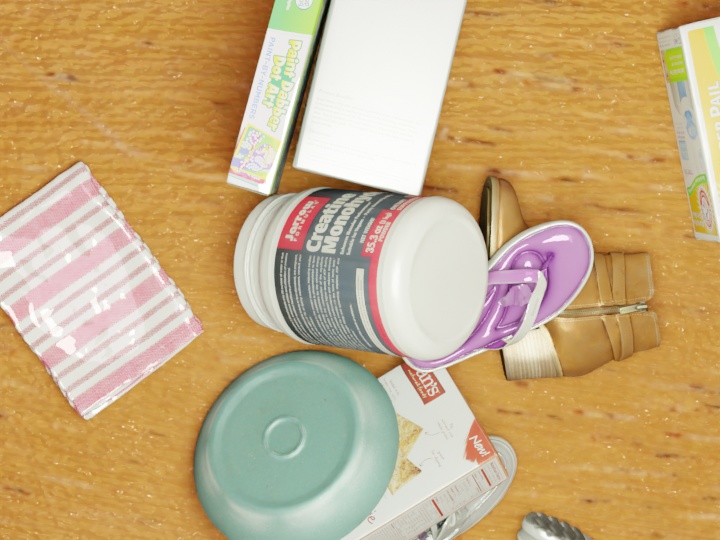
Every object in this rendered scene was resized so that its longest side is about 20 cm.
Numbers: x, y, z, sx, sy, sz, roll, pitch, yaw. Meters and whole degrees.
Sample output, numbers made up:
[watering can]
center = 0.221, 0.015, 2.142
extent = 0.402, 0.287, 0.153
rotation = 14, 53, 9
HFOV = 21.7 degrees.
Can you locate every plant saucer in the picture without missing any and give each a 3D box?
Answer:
[plant saucer]
center = -0.064, 0.157, 1.703
extent = 0.198, 0.036, 0.202
rotation = -8, 60, 14

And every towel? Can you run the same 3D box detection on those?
[towel]
center = -0.258, 0.018, 1.746
extent = 0.146, 0.030, 0.201
rotation = -36, 94, -1

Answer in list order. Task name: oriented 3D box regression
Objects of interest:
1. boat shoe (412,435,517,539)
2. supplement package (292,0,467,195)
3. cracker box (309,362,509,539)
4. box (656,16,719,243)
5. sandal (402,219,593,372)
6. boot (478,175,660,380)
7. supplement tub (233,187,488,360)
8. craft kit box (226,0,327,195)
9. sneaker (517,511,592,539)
[boat shoe]
center = 0.064, 0.227, 1.751
extent = 0.199, 0.069, 0.072
rotation = -32, 94, 0
[supplement package]
center = 0.018, -0.176, 1.703
extent = 0.120, 0.120, 0.202
rotation = 14, 92, -2
[cracker box]
center = 0.018, 0.179, 1.720
extent = 0.199, 0.058, 0.134
rotation = -31, 55, -1
[box]
center = 0.348, -0.132, 1.724
extent = 0.100, 0.113, 0.202
rotation = -12, 95, -2
[sandal]
center = 0.126, 0.034, 1.688
extent = 0.202, 0.050, 0.083
rotation = -35, 105, 9
[boot]
center = 0.193, -0.002, 1.747
extent = 0.153, 0.074, 0.202
rotation = -11, 104, -1
[supplement tub]
center = 0.000, 0.000, 1.659
extent = 0.199, 0.140, 0.142
rotation = 6, 94, 40
[craft kit box]
center = -0.069, -0.167, 1.661
extent = 0.048, 0.198, 0.202
rotation = 15, 91, -4
[sneaker]
center = 0.227, 0.305, 1.772
extent = 0.199, 0.075, 0.082
rotation = 29, 106, 2
